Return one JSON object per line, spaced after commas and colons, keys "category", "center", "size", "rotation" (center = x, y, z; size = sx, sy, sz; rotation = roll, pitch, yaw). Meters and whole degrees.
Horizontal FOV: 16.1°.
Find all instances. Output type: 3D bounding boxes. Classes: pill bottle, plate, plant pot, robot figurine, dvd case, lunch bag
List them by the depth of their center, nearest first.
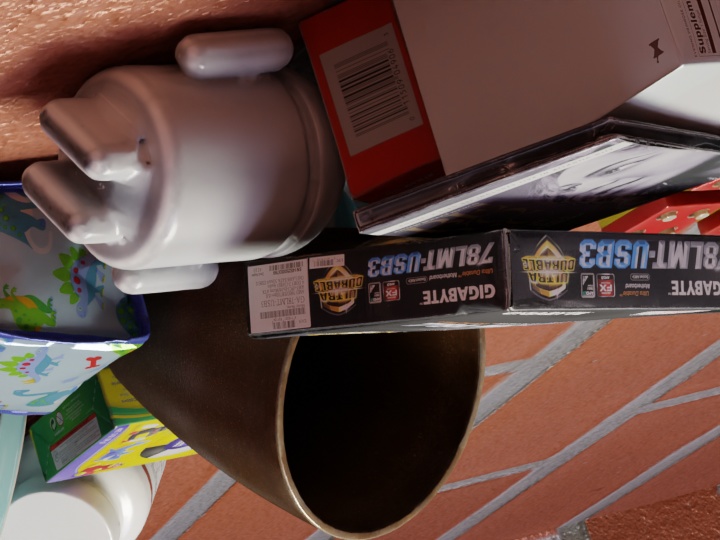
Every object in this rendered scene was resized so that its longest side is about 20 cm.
{"category": "dvd case", "center": [0.107, -0.043, 1.332], "size": [0.149, 0.016, 0.200], "rotation": [-19, 169, 27]}
{"category": "robot figurine", "center": [-0.089, -0.061, 1.434], "size": [0.200, 0.113, 0.170], "rotation": [-4, 129, -41]}
{"category": "lunch bag", "center": [-0.250, 0.020, 1.545], "size": [0.200, 0.127, 0.170], "rotation": [5, 158, -29]}
{"category": "plant pot", "center": [-0.058, 0.052, 1.583], "size": [0.200, 0.187, 0.187], "rotation": [13, -171, 40]}
{"category": "plate", "center": [-0.260, 0.134, 1.799], "size": [0.026, 0.200, 0.200], "rotation": [11, 158, -14]}
{"category": "pill bottle", "center": [-0.203, 0.143, 1.880], "size": [0.112, 0.112, 0.200], "rotation": [-23, -158, 19]}

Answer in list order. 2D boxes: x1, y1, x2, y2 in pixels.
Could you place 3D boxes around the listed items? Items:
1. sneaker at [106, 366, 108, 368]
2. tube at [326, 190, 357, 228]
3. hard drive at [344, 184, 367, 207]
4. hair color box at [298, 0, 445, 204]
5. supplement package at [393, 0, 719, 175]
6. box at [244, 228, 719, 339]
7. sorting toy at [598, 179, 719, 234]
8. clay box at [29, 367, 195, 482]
{"category": "sneaker", "center": [-0.198, 0.035, 1.724], "size": [0.200, 0.082, 0.074], "rotation": [-4, 162, -40]}
{"category": "tube", "center": [0.000, 0.000, 1.663], "size": [0.077, 0.050, 0.200], "rotation": [-8, 144, 29]}
{"category": "hard drive", "center": [-0.014, -0.064, 1.693], "size": [0.132, 0.026, 0.200], "rotation": [-29, 163, 36]}
{"category": "hair color box", "center": [0.044, -0.089, 1.497], "size": [0.064, 0.111, 0.200], "rotation": [-23, 165, 21]}
{"category": "supplement package", "center": [0.158, -0.141, 1.360], "size": [0.200, 0.147, 0.191], "rotation": [-6, 164, -39]}
{"category": "box", "center": [0.073, 0.008, 1.405], "size": [0.198, 0.050, 0.200], "rotation": [-4, 178, 44]}
{"category": "sorting toy", "center": [0.282, -0.085, 1.892], "size": [0.200, 0.070, 0.199], "rotation": [-4, 160, -43]}
{"category": "clay box", "center": [-0.117, 0.095, 1.782], "size": [0.200, 0.048, 0.115], "rotation": [-8, 161, -35]}
